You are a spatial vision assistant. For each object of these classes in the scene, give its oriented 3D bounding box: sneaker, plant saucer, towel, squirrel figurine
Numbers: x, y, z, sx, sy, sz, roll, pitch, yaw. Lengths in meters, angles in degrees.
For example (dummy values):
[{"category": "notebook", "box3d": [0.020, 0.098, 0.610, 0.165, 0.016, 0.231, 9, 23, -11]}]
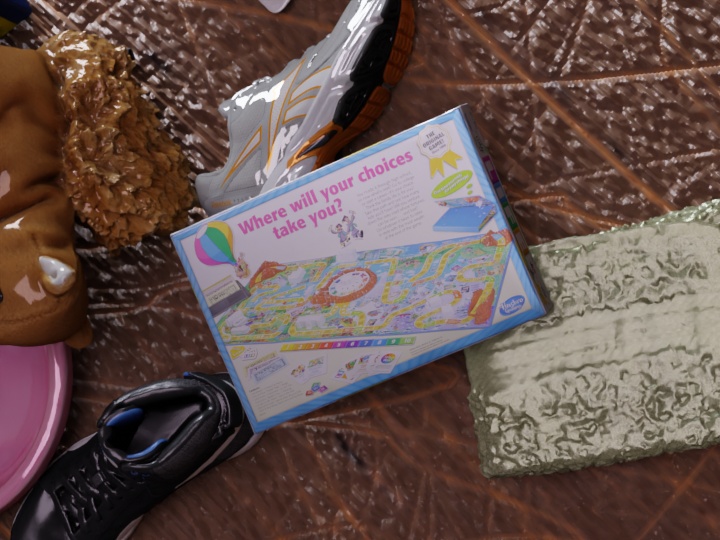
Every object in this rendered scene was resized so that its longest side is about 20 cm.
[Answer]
[{"category": "sneaker", "box3d": [-0.161, 0.123, 1.266, 0.199, 0.112, 0.073, -35, 75, 10]}, {"category": "plant saucer", "box3d": [-0.279, 0.075, 1.340, 0.199, 0.051, 0.203, -2, 83, 16]}, {"category": "sneaker", "box3d": [-0.042, -0.109, 1.279, 0.092, 0.076, 0.201, 30, 92, 22]}, {"category": "towel", "box3d": [0.156, 0.046, 1.220, 0.198, 0.036, 0.150, -14, 81, 14]}, {"category": "squirrel figurine", "box3d": [-0.199, -0.048, 1.259, 0.199, 0.142, 0.188, -20, 61, -15]}]

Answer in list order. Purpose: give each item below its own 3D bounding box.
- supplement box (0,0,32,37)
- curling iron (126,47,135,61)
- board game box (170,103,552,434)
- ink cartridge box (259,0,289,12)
[{"category": "supplement box", "box3d": [-0.345, -0.170, 1.354, 0.199, 0.109, 0.110, -36, 76, 10]}, {"category": "curling iron", "box3d": [-0.241, -0.106, 1.358, 0.198, 0.026, 0.050, -21, 42, 10]}, {"category": "board game box", "box3d": [0.000, 0.000, 1.219, 0.199, 0.034, 0.135, -22, 92, 15]}, {"category": "ink cartridge box", "box3d": [-0.097, -0.276, 1.314, 0.200, 0.067, 0.117, 43, 97, 16]}]
